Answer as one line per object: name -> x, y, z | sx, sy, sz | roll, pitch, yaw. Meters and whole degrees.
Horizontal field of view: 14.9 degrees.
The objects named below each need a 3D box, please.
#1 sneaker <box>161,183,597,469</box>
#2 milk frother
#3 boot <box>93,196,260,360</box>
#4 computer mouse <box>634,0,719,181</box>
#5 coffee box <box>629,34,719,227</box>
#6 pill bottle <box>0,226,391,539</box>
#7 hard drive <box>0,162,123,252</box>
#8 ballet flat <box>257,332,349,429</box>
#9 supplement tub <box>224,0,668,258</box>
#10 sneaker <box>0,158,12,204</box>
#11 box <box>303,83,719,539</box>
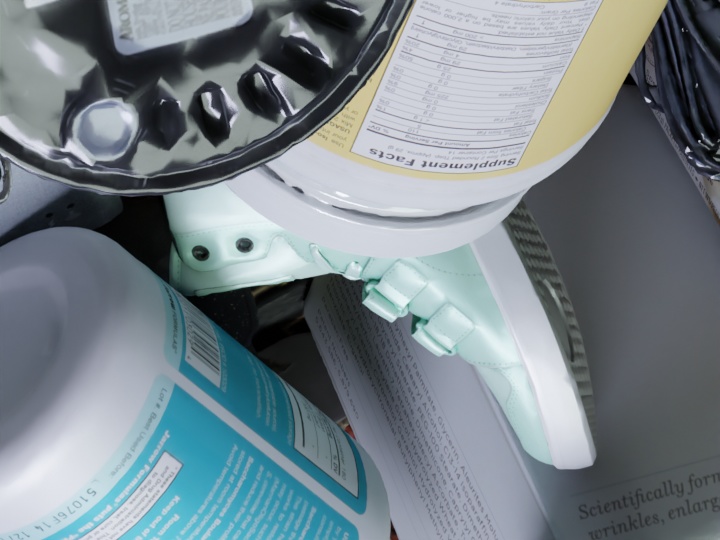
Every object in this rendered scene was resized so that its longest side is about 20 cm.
sneaker -> 0.000, 0.000, 0.973 | 0.118, 0.201, 0.074 | -28, -167, 12
milk frother -> -0.027, -0.136, 0.642 | 0.199, 0.188, 0.181 | 0, 117, -23
boot -> -0.098, 0.056, 1.056 | 0.131, 0.070, 0.201 | -20, 124, -8
computer mouse -> 0.176, -0.124, 0.949 | 0.199, 0.139, 0.053 | -23, -179, -26
coffee box -> 0.185, -0.039, 1.016 | 0.079, 0.201, 0.115 | -18, 154, -18
pill bottle -> -0.064, 0.080, 0.971 | 0.111, 0.111, 0.200 | -34, 130, 17
hard drive -> -0.160, -0.048, 0.881 | 0.139, 0.033, 0.200 | -23, 154, -5
ballet flat -> -0.089, 0.071, 1.139 | 0.199, 0.068, 0.046 | -17, 163, -29
supplement tub -> 0.026, -0.109, 0.807 | 0.145, 0.146, 0.200 | -13, 151, -25
sneaker -> -0.136, -0.039, 0.814 | 0.079, 0.074, 0.200 | -17, 160, -37
box -> 0.110, 0.042, 1.098 | 0.198, 0.201, 0.131 | -12, 151, -22
